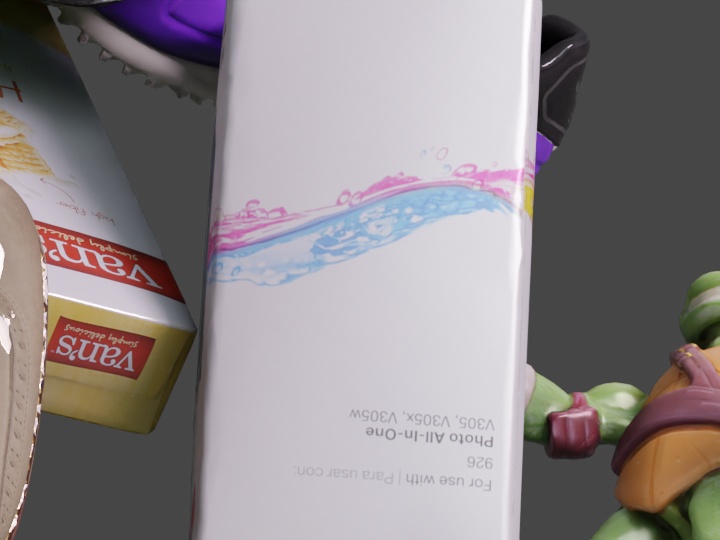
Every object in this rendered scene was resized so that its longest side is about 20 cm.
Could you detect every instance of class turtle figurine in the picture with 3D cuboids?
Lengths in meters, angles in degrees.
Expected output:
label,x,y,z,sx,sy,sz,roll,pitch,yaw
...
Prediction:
label,x,y,z,sx,sy,sz,roll,pitch,yaw
turtle figurine,0.078,0.046,0.871,0.144,0.200,0.194,7,53,11

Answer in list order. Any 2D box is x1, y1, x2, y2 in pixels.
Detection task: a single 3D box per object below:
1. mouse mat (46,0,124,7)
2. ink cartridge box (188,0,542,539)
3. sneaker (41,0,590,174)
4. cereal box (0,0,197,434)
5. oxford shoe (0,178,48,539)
label,x,y,z,sx,sy,sz,roll,pitch,yaw
mouse mat,-0.096,-0.125,0.882,0.161,0.008,0.200,15,29,20
ink cartridge box,0.000,0.000,0.797,0.087,0.145,0.200,2,75,-3
sneaker,-0.014,-0.094,0.923,0.200,0.100,0.070,29,20,-19
cereal box,-0.135,-0.036,0.794,0.144,0.040,0.200,15,23,-27
oxford shoe,-0.105,0.048,0.634,0.070,0.075,0.200,21,53,-9
